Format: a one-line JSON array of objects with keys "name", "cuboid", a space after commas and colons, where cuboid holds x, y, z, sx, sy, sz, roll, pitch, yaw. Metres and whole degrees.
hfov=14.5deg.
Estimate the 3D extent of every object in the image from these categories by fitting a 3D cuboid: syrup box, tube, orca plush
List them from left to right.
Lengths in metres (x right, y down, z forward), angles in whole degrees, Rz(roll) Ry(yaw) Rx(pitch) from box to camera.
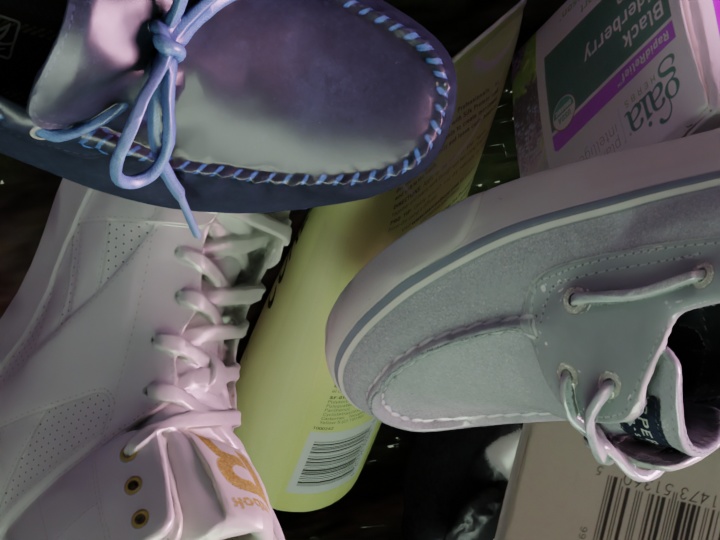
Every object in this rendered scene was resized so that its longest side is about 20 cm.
[{"name": "tube", "cuboid": [0.000, 0.000, 0.854, 0.052, 0.058, 0.200, 6, 144, -13]}, {"name": "orca plush", "cuboid": [0.038, 0.056, 0.950, 0.105, 0.071, 0.200, -47, 162, -20]}, {"name": "syrup box", "cuboid": [0.147, -0.025, 0.815, 0.199, 0.082, 0.079, 19, 137, -27]}]

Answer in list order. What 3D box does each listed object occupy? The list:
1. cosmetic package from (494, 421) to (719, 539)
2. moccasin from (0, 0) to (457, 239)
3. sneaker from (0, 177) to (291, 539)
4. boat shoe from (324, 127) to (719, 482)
[{"name": "cosmetic package", "cuboid": [0.116, 0.095, 0.898, 0.105, 0.071, 0.200, 13, 173, 21]}, {"name": "moccasin", "cuboid": [-0.073, -0.054, 0.712, 0.199, 0.081, 0.068, 8, 176, -4]}, {"name": "sneaker", "cuboid": [-0.043, 0.027, 0.771, 0.074, 0.116, 0.200, 20, 105, -46]}, {"name": "boat shoe", "cuboid": [0.078, 0.013, 0.730, 0.200, 0.072, 0.070, -19, 142, 25]}]
